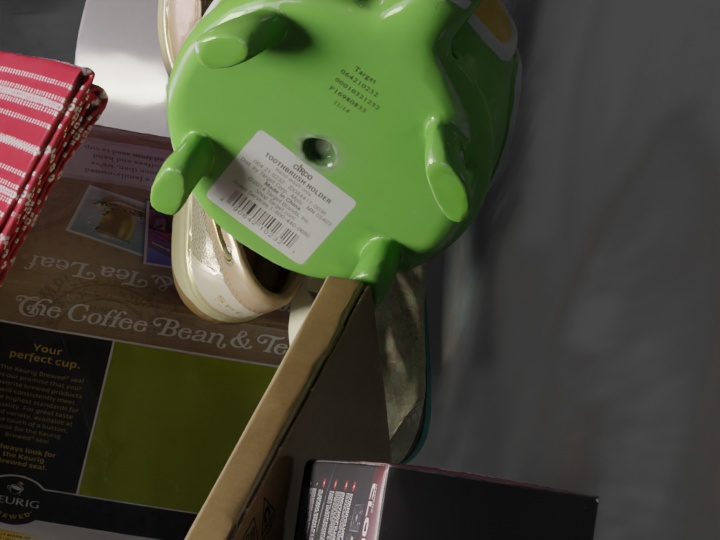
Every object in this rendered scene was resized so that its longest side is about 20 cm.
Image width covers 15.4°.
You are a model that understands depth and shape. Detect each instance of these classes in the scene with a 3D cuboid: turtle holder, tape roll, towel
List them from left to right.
[{"bbox_3d":[-0.189,-0.007,1.220,0.201,0.022,0.144,-63,28,-5],"label":"towel"},{"bbox_3d":[-0.089,-0.114,1.560,0.200,0.066,0.201,-26,-61,-60],"label":"tape roll"},{"bbox_3d":[0.000,-0.090,1.079,0.132,0.140,0.186,-61,-20,-45],"label":"turtle holder"}]

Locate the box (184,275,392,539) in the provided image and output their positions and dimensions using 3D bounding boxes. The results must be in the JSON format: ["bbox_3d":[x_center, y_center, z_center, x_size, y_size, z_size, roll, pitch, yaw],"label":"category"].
[{"bbox_3d":[-0.028,0.126,1.039,0.200,0.021,0.164,-62,-27,-49],"label":"box"}]

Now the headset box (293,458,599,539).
[{"bbox_3d":[0.019,0.143,0.908,0.200,0.075,0.149,155,123,-80],"label":"headset box"}]

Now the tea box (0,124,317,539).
[{"bbox_3d":[-0.096,0.050,1.318,0.134,0.199,0.197,-92,16,-49],"label":"tea box"}]

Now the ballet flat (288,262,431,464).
[{"bbox_3d":[0.000,0.000,1.200,0.067,0.062,0.201,-49,29,39],"label":"ballet flat"}]

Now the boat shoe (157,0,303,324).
[{"bbox_3d":[-0.047,-0.078,1.183,0.065,0.072,0.201,-15,72,61],"label":"boat shoe"}]
